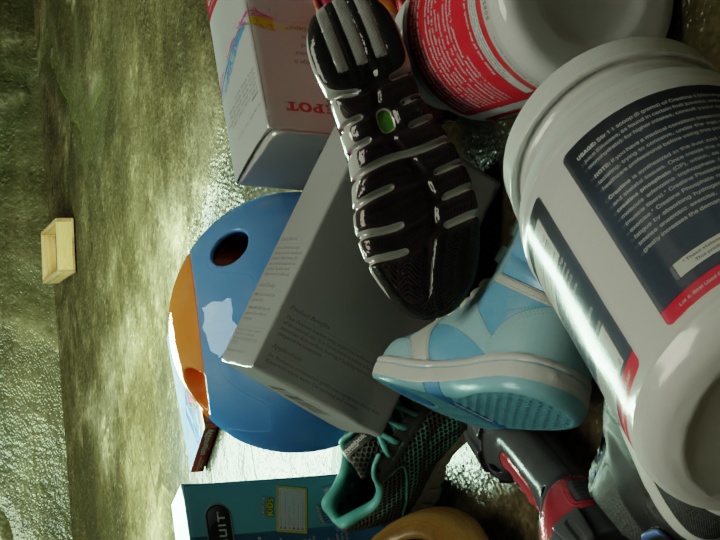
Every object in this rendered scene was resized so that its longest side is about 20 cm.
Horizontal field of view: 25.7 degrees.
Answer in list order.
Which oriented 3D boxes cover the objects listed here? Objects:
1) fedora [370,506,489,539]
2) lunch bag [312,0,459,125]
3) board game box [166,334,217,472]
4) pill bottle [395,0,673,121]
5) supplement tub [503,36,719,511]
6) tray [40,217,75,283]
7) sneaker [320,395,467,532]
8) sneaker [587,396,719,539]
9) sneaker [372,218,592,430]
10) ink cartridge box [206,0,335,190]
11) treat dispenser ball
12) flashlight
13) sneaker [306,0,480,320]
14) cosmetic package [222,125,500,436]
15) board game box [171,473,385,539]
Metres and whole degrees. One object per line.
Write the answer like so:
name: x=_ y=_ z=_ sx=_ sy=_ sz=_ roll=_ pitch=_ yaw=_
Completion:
fedora: x=0.047 y=0.267 z=1.097 sx=0.200 sy=0.081 sz=0.202 roll=-35 pitch=37 yaw=32
lunch bag: x=0.016 y=-0.202 z=1.141 sx=0.176 sy=0.081 sz=0.202 roll=53 pitch=-157 yaw=-61
board game box: x=-0.211 y=0.137 z=1.964 sx=0.103 sy=0.019 sz=0.202 roll=111 pitch=151 yaw=-50
pill bottle: x=0.092 y=-0.150 z=0.942 sx=0.200 sy=0.111 sz=0.114 roll=175 pitch=93 yaw=-70
supplement tub: x=0.156 y=-0.004 z=0.727 sx=0.201 sy=0.139 sz=0.142 roll=-114 pitch=29 yaw=-47
tray: x=-0.562 y=-0.035 z=2.928 sx=0.200 sy=0.037 sz=0.100 roll=162 pitch=105 yaw=-71
sneaker: x=0.030 y=0.117 z=1.137 sx=0.077 sy=0.091 sz=0.202 roll=40 pitch=126 yaw=33
sneaker: x=0.146 y=0.064 z=0.859 sx=0.112 sy=0.072 sz=0.202 roll=116 pitch=145 yaw=-50
sneaker: x=0.088 y=0.027 z=0.973 sx=0.199 sy=0.079 sz=0.132 roll=-2 pitch=64 yaw=58
ink cartridge box: x=-0.036 y=-0.167 z=1.243 sx=0.086 sy=0.146 sz=0.202 roll=131 pitch=135 yaw=-52
treat dispenser ball: x=-0.051 y=0.041 z=1.229 sx=0.201 sy=0.198 sz=0.204 roll=179 pitch=90 yaw=-70
flashlight: x=0.116 y=0.139 z=0.973 sx=0.068 sy=0.068 sz=0.200 roll=-43 pitch=25 yaw=2
sneaker: x=0.024 y=-0.067 z=0.986 sx=0.116 sy=0.075 sz=0.202 roll=64 pitch=-169 yaw=-85
cosmetic package: x=0.000 y=0.000 z=1.099 sx=0.202 sy=0.112 sz=0.081 roll=-63 pitch=19 yaw=-11
board game box: x=-0.035 y=0.235 z=1.201 sx=0.047 sy=0.197 sz=0.153 roll=120 pitch=143 yaw=-56
